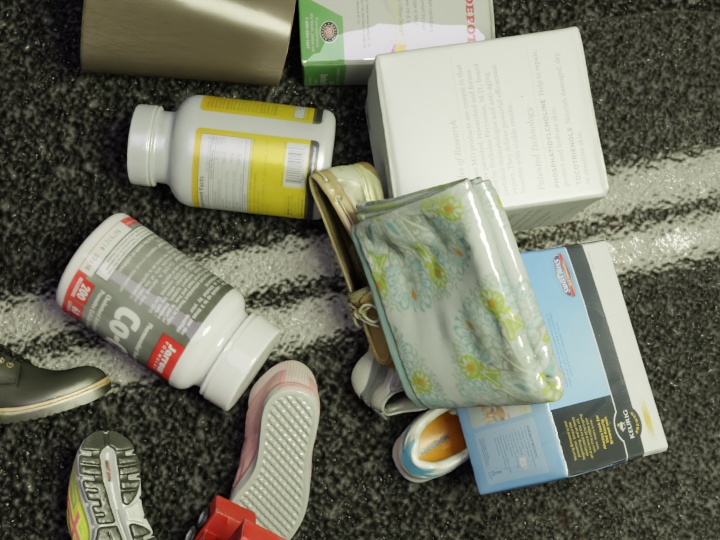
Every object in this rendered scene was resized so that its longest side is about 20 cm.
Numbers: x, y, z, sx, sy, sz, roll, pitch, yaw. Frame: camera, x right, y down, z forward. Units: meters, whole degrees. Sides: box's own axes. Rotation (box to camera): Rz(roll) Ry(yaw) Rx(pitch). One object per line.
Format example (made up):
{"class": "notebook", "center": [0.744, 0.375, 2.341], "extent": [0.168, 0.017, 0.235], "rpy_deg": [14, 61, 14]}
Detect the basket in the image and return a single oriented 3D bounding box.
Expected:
{"class": "basket", "center": [-0.172, -0.259, 1.102], "extent": [0.199, 0.181, 0.137], "rpy_deg": [10, 55, -11]}

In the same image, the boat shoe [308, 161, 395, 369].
{"class": "boat shoe", "center": [0.001, -0.001, 1.038], "extent": [0.063, 0.073, 0.202], "rpy_deg": [-12, 91, -27]}

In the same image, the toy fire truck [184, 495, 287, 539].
{"class": "toy fire truck", "center": [-0.137, 0.284, 0.993], "extent": [0.049, 0.141, 0.200], "rpy_deg": [30, 108, -16]}

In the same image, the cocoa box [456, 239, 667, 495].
{"class": "cocoa box", "center": [0.168, 0.090, 1.007], "extent": [0.131, 0.133, 0.201], "rpy_deg": [-8, 78, -33]}

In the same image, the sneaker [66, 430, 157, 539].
{"class": "sneaker", "center": [-0.243, 0.261, 1.050], "extent": [0.078, 0.090, 0.201], "rpy_deg": [4, 69, -31]}

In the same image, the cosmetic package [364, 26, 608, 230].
{"class": "cosmetic package", "center": [0.116, -0.125, 1.083], "extent": [0.199, 0.167, 0.168], "rpy_deg": [-9, 84, -3]}

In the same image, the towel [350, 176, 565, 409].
{"class": "towel", "center": [0.076, 0.025, 0.936], "extent": [0.048, 0.171, 0.201], "rpy_deg": [-26, 98, -34]}

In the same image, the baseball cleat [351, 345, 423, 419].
{"class": "baseball cleat", "center": [0.082, 0.068, 1.087], "extent": [0.200, 0.106, 0.070], "rpy_deg": [-48, 131, -1]}

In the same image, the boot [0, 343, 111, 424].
{"class": "boot", "center": [-0.354, 0.080, 1.067], "extent": [0.199, 0.077, 0.139], "rpy_deg": [-10, 91, -5]}

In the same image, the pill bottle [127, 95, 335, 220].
{"class": "pill bottle", "center": [-0.128, -0.116, 1.097], "extent": [0.199, 0.112, 0.113], "rpy_deg": [7, 81, -2]}

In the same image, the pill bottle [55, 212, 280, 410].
{"class": "pill bottle", "center": [-0.186, 0.043, 1.070], "extent": [0.199, 0.114, 0.114], "rpy_deg": [34, 82, 3]}

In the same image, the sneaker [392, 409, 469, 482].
{"class": "sneaker", "center": [0.123, 0.140, 1.088], "extent": [0.200, 0.081, 0.077], "rpy_deg": [-39, 84, -13]}

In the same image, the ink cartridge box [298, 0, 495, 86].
{"class": "ink cartridge box", "center": [0.034, -0.275, 1.142], "extent": [0.198, 0.088, 0.146], "rpy_deg": [-3, 82, -1]}

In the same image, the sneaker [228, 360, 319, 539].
{"class": "sneaker", "center": [-0.084, 0.182, 1.084], "extent": [0.075, 0.105, 0.201], "rpy_deg": [13, 111, -9]}
